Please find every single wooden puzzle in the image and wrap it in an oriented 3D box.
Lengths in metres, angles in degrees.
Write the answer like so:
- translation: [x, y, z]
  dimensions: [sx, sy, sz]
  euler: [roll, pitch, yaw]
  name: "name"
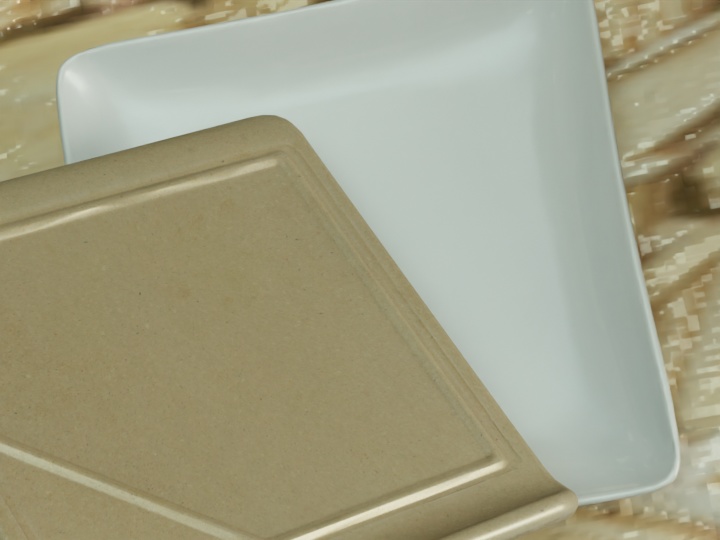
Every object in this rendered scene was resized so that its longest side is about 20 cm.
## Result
- translation: [-0.055, 0.037, 0.831]
  dimensions: [0.185, 0.037, 0.200]
  euler: [-17, 54, -35]
  name: "wooden puzzle"

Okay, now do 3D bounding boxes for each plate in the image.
- translation: [0.000, 0.000, 0.923]
  dimensions: [0.199, 0.032, 0.201]
  euler: [-11, 73, 6]
  name: "plate"
